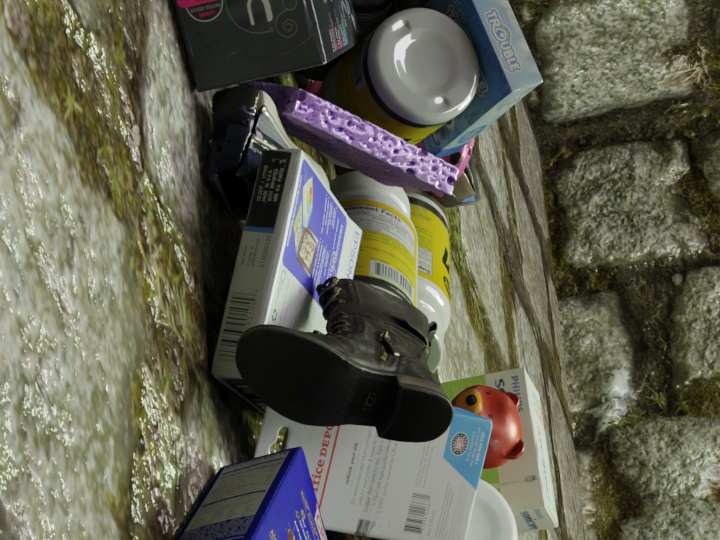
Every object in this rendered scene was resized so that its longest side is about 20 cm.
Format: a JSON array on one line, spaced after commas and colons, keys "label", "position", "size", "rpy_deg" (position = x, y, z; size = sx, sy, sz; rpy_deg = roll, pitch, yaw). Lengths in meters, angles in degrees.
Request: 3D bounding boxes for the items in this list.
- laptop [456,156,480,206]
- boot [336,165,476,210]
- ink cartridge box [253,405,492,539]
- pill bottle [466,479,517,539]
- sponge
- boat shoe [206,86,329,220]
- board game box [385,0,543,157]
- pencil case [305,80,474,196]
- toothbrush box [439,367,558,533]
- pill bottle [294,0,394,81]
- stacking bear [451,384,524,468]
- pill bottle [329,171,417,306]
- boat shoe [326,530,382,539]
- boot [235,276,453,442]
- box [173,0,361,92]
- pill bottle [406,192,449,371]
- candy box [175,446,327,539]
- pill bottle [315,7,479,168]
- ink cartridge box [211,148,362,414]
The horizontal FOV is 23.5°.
[{"label": "laptop", "position": [0.079, -0.173, 2.286], "size": [0.200, 0.103, 0.178], "rpy_deg": [16, 63, -77]}, {"label": "boot", "position": [0.062, -0.081, 2.015], "size": [0.070, 0.146, 0.200], "rpy_deg": [-89, 163, -51]}, {"label": "ink cartridge box", "position": [-0.002, 0.157, 1.443], "size": [0.067, 0.199, 0.116], "rpy_deg": [-161, -95, -69]}, {"label": "pill bottle", "position": [0.061, 0.269, 1.608], "size": [0.200, 0.104, 0.105], "rpy_deg": [126, -36, -55]}, {"label": "sponge", "position": [-0.014, -0.122, 1.607], "size": [0.200, 0.111, 0.030], "rpy_deg": [24, 84, -36]}, {"label": "boat shoe", "position": [-0.085, -0.072, 1.540], "size": [0.200, 0.074, 0.093], "rpy_deg": [53, 38, -53]}, {"label": "board game box", "position": [0.084, -0.236, 1.726], "size": [0.201, 0.043, 0.199], "rpy_deg": [67, -26, 8]}, {"label": "pencil case", "position": [0.036, -0.172, 1.898], "size": [0.200, 0.094, 0.091], "rpy_deg": [36, 35, -3]}, {"label": "toothbrush box", "position": [0.086, 0.194, 1.738], "size": [0.086, 0.199, 0.146], "rpy_deg": [54, 26, -61]}, {"label": "pill bottle", "position": [-0.019, -0.281, 1.728], "size": [0.200, 0.106, 0.107], "rpy_deg": [125, -37, -60]}, {"label": "stacking bear", "position": [0.053, 0.158, 1.615], "size": [0.122, 0.199, 0.114], "rpy_deg": [-89, 162, -47]}, {"label": "pill bottle", "position": [0.000, 0.000, 1.696], "size": [0.200, 0.114, 0.115], "rpy_deg": [-87, 161, -50]}, {"label": "boat shoe", "position": [-0.015, 0.268, 1.541], "size": [0.074, 0.075, 0.201], "rpy_deg": [-19, 108, -46]}, {"label": "boot", "position": [-0.017, 0.058, 1.406], "size": [0.069, 0.199, 0.174], "rpy_deg": [-59, -158, 22]}, {"label": "box", "position": [-0.081, -0.232, 1.554], "size": [0.200, 0.122, 0.107], "rpy_deg": [-57, 134, -75]}, {"label": "pill bottle", "position": [0.040, 0.019, 1.863], "size": [0.200, 0.114, 0.115], "rpy_deg": [-87, 161, -48]}, {"label": "candy box", "position": [-0.071, 0.246, 1.261], "size": [0.200, 0.077, 0.170], "rpy_deg": [-57, 133, -72]}, {"label": "pill bottle", "position": [0.026, -0.172, 1.704], "size": [0.200, 0.114, 0.115], "rpy_deg": [151, -68, -65]}, {"label": "ink cartridge box", "position": [-0.058, 0.023, 1.484], "size": [0.200, 0.043, 0.199], "rpy_deg": [50, 49, -65]}]
